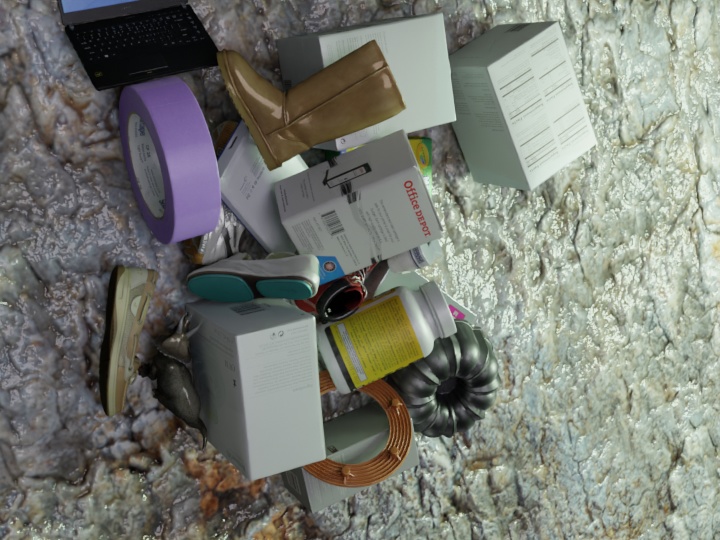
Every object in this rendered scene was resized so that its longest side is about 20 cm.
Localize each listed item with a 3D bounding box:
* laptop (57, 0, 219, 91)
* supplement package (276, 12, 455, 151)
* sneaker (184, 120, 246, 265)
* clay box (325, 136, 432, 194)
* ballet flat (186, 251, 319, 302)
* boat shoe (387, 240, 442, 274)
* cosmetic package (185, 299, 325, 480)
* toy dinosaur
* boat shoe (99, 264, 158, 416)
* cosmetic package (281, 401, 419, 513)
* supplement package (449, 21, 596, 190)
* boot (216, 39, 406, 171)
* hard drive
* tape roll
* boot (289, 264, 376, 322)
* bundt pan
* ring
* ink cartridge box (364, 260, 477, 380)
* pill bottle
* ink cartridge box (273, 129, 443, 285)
[{"bbox_3d":[-0.285,-0.344,1.274,0.174,0.201,0.104,-17,146,-24],"label":"laptop"},{"bbox_3d":[0.008,-0.269,1.427,0.197,0.150,0.155,-17,107,-25],"label":"supplement package"},{"bbox_3d":[-0.184,-0.106,1.404,0.086,0.075,0.204,6,106,-36],"label":"sneaker"},{"bbox_3d":[0.040,-0.142,1.525,0.197,0.047,0.118,-8,104,-32],"label":"clay box"},{"bbox_3d":[-0.142,0.005,1.382,0.069,0.196,0.071,-1,90,-68],"label":"ballet flat"},{"bbox_3d":[0.077,-0.033,1.518,0.069,0.200,0.072,-23,98,15],"label":"boat shoe"},{"bbox_3d":[-0.148,0.151,1.394,0.121,0.198,0.205,-12,105,-27],"label":"cosmetic package"},{"bbox_3d":[-0.254,0.161,1.386,0.076,0.102,0.205,-11,94,-25],"label":"toy dinosaur"},{"bbox_3d":[-0.315,0.097,1.365,0.062,0.073,0.205,6,90,-25],"label":"boat shoe"},{"bbox_3d":[-0.018,0.282,1.548,0.197,0.106,0.092,-23,111,-25],"label":"cosmetic package"},{"bbox_3d":[0.236,-0.254,1.550,0.149,0.151,0.203,-33,114,-20],"label":"supplement package"},{"bbox_3d":[-0.063,-0.242,1.288,0.197,0.066,0.177,-26,117,5],"label":"boot"},{"bbox_3d":[-0.127,-0.116,1.399,0.134,0.025,0.201,-63,144,-20],"label":"hard drive"},{"bbox_3d":[-0.245,-0.139,1.282,0.065,0.199,0.204,-16,107,-24],"label":"tape roll"},{"bbox_3d":[0.000,0.000,1.481,0.199,0.144,0.073,-41,114,-18],"label":"boot"},{"bbox_3d":[0.136,0.183,1.598,0.198,0.076,0.206,-8,119,-14],"label":"bundt pan"},{"bbox_3d":[-0.018,0.228,1.500,0.197,0.202,0.019,-20,146,-24],"label":"ring"},{"bbox_3d":[0.071,0.098,1.599,0.199,0.043,0.176,34,81,-30],"label":"ink cartridge box"},{"bbox_3d":[0.038,0.094,1.496,0.197,0.113,0.114,-24,112,0],"label":"pill bottle"},{"bbox_3d":[0.000,-0.084,1.388,0.197,0.085,0.147,-21,137,6],"label":"ink cartridge box"}]
